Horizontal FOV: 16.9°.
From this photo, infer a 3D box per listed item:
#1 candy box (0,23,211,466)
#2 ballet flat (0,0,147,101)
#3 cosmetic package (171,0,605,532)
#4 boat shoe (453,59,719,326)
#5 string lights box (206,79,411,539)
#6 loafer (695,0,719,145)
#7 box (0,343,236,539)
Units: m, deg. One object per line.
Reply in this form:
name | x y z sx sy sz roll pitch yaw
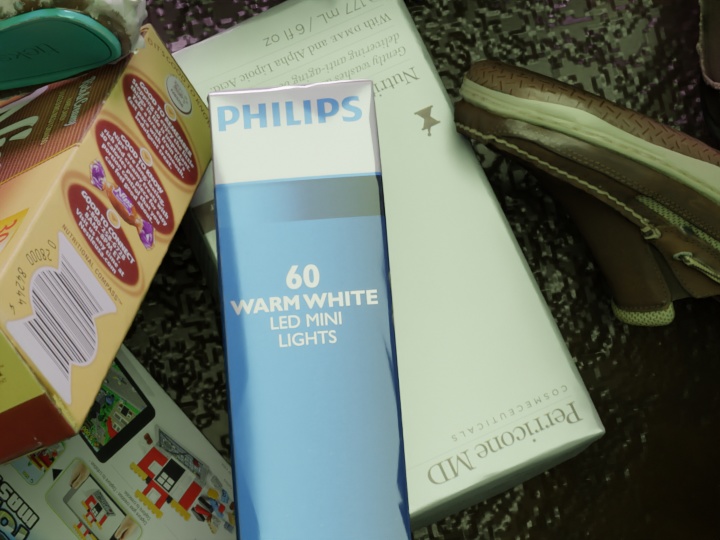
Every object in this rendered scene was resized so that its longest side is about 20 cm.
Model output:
candy box | -0.126 0.001 0.811 0.117 0.200 0.056 -24 114 23
ballet flat | -0.157 -0.085 0.864 0.200 0.072 0.072 -13 76 27
cosmetic package | 0.000 0.000 0.929 0.113 0.081 0.200 -26 80 -8
boat shoe | 0.117 -0.013 0.921 0.202 0.075 0.075 22 95 -23
string lights box | -0.016 0.045 0.826 0.059 0.103 0.200 -4 80 -1
loafer | 0.159 -0.123 0.934 0.073 0.071 0.200 -11 41 19
box | -0.078 0.110 0.864 0.200 0.035 0.110 50 43 -12
